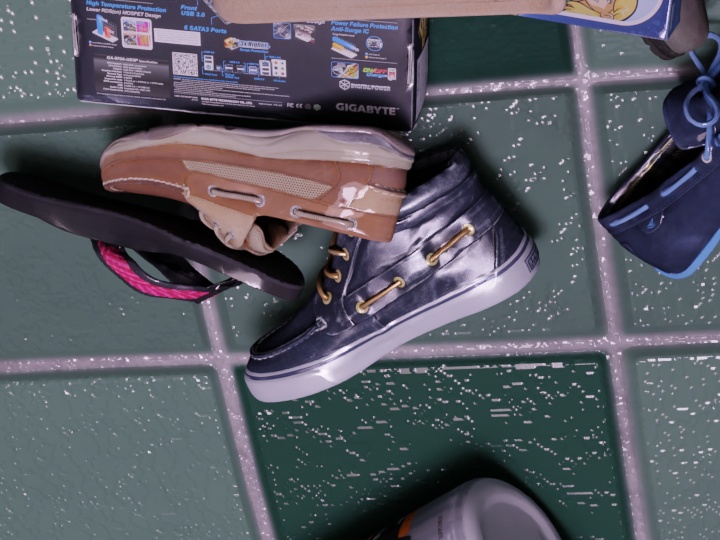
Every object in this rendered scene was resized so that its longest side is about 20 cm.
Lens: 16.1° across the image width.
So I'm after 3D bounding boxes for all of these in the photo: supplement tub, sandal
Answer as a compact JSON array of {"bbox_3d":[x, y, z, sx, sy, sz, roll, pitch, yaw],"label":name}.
[{"bbox_3d":[0.030,0.224,1.605,0.200,0.123,0.123,-33,111,28],"label":"supplement tub"},{"bbox_3d":[-0.126,-0.011,1.504,0.200,0.075,0.045,17,99,14],"label":"sandal"}]

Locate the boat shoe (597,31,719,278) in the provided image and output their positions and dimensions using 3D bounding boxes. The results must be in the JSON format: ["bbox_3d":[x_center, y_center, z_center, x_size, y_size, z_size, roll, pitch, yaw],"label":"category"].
[{"bbox_3d":[0.194,-0.074,1.395,0.069,0.084,0.200,26,123,-6],"label":"boat shoe"}]

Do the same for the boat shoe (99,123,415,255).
[{"bbox_3d":[-0.064,-0.045,1.448,0.200,0.076,0.072,2,88,31],"label":"boat shoe"}]

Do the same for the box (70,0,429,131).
[{"bbox_3d":[-0.063,-0.163,1.413,0.200,0.046,0.159,6,124,9],"label":"box"}]

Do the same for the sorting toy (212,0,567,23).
[{"bbox_3d":[0.003,-0.215,1.268,0.200,0.036,0.185,2,117,23],"label":"sorting toy"}]

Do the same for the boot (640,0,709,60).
[{"bbox_3d":[0.187,-0.206,1.316,0.130,0.068,0.200,-9,119,20],"label":"boot"}]

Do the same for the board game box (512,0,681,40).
[{"bbox_3d":[0.104,-0.224,1.279,0.135,0.034,0.200,11,117,16],"label":"board game box"}]

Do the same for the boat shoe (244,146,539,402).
[{"bbox_3d":[0.000,0.000,1.500,0.200,0.071,0.091,-27,111,20],"label":"boat shoe"}]
